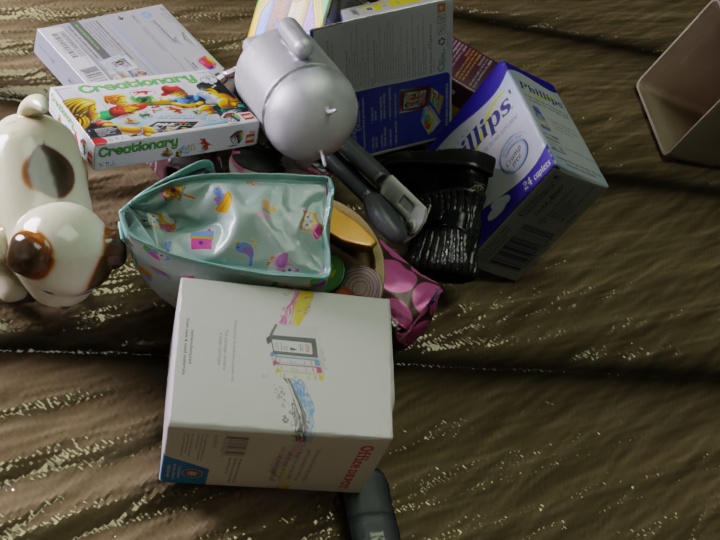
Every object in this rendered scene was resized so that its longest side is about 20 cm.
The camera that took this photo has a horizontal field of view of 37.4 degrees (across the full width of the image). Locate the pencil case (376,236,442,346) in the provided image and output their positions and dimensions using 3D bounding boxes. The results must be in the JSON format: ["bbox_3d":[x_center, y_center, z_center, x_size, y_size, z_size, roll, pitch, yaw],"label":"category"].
[{"bbox_3d":[0.000,0.000,1.231,0.199,0.091,0.094,36,45,13],"label":"pencil case"}]

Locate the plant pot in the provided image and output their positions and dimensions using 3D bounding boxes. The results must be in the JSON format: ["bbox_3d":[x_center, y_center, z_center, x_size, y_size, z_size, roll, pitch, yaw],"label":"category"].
[{"bbox_3d":[0.610,-0.287,1.771,0.175,0.200,0.201,22,40,-25],"label":"plant pot"}]

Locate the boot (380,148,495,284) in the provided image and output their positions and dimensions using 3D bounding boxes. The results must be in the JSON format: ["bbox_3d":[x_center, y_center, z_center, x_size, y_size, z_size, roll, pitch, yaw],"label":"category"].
[{"bbox_3d":[0.081,-0.066,1.335,0.079,0.210,0.160,13,85,-29],"label":"boot"}]

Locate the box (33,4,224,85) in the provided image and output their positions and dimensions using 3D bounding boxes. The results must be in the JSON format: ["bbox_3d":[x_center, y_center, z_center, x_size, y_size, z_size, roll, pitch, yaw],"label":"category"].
[{"bbox_3d":[-0.295,-0.270,1.377,0.199,0.041,0.156,-27,65,-41],"label":"box"}]

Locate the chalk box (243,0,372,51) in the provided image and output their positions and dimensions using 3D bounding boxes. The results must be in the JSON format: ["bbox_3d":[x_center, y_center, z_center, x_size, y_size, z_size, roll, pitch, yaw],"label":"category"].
[{"bbox_3d":[-0.072,-0.272,1.394,0.123,0.202,0.124,24,10,32],"label":"chalk box"}]

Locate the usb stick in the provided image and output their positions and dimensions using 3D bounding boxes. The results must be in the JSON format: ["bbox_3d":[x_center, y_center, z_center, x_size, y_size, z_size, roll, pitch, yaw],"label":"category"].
[{"bbox_3d":[0.018,0.277,1.003,0.055,0.033,0.202,5,47,-21],"label":"usb stick"}]

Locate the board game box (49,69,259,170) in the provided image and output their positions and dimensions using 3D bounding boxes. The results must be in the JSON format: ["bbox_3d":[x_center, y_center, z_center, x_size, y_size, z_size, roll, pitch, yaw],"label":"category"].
[{"bbox_3d":[-0.228,-0.170,1.180,0.198,0.035,0.126,-14,44,-34],"label":"board game box"}]

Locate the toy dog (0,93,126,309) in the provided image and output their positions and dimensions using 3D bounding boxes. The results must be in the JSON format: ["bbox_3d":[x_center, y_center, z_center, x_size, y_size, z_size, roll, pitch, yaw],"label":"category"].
[{"bbox_3d":[-0.303,-0.052,1.052,0.138,0.195,0.201,5,38,-40],"label":"toy dog"}]

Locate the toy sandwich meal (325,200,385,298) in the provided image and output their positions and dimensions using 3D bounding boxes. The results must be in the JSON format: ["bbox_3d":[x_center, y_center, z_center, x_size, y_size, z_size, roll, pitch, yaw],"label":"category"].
[{"bbox_3d":[-0.070,-0.007,1.154,0.202,0.070,0.208,-1,71,3],"label":"toy sandwich meal"}]

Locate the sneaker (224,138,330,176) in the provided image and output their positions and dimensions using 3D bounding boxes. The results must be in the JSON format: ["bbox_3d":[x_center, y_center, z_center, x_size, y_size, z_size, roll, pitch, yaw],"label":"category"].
[{"bbox_3d":[-0.116,-0.111,1.291,0.080,0.087,0.199,47,23,17],"label":"sneaker"}]

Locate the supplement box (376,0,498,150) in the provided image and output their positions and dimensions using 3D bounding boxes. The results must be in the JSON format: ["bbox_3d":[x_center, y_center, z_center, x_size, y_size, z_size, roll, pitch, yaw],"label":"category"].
[{"bbox_3d":[0.076,-0.270,1.507,0.198,0.132,0.103,30,43,4],"label":"supplement box"}]

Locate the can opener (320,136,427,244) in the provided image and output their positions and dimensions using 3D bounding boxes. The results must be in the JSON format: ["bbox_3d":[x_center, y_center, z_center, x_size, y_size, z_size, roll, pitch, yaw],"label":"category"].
[{"bbox_3d":[0.007,-0.110,1.297,0.066,0.053,0.200,13,30,-52],"label":"can opener"}]

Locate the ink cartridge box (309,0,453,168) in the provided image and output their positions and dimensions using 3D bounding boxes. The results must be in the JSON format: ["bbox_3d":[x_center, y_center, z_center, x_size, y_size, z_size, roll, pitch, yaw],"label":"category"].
[{"bbox_3d":[0.025,-0.246,1.371,0.197,0.200,0.047,-14,38,-16],"label":"ink cartridge box"}]

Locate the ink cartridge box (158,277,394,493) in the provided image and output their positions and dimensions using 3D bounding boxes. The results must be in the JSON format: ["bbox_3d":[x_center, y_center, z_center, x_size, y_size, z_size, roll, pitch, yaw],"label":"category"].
[{"bbox_3d":[-0.080,0.111,0.990,0.197,0.148,0.146,6,59,-11],"label":"ink cartridge box"}]

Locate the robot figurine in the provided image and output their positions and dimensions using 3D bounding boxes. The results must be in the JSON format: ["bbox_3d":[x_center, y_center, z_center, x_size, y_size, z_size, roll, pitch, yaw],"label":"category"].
[{"bbox_3d":[-0.074,-0.202,1.225,0.112,0.171,0.201,-18,44,-18],"label":"robot figurine"}]

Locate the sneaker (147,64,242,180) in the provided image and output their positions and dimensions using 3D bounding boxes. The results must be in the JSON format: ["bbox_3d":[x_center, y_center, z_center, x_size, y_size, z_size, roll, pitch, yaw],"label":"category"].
[{"bbox_3d":[-0.177,-0.166,1.302,0.199,0.076,0.116,-32,75,-18],"label":"sneaker"}]

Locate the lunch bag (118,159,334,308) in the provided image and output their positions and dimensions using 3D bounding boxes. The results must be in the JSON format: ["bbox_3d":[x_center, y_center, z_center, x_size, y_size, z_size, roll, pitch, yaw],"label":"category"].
[{"bbox_3d":[-0.129,-0.025,1.036,0.197,0.171,0.124,3,74,-4],"label":"lunch bag"}]

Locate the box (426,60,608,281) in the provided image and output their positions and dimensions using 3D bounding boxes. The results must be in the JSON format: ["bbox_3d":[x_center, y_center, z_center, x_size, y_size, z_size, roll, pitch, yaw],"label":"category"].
[{"bbox_3d":[0.192,-0.128,1.369,0.104,0.184,0.202,16,40,-34],"label":"box"}]
